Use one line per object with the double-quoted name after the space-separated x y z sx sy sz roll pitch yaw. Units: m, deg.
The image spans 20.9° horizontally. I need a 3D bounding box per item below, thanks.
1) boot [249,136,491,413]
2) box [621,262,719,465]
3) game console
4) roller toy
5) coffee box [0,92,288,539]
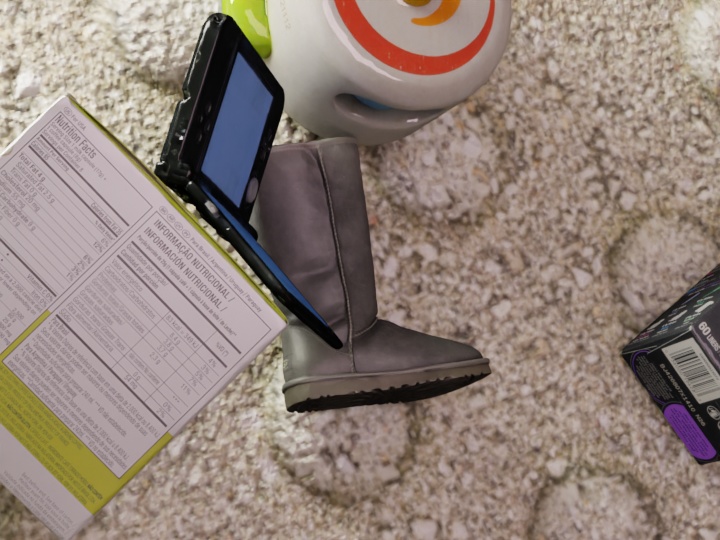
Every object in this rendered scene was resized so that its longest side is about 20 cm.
0.002 -0.001 1.474 0.182 0.073 0.200 -2 71 -26 "boot"
0.333 0.049 1.588 0.200 0.106 0.122 -38 95 -28 "box"
-0.056 -0.057 1.332 0.116 0.200 0.176 15 81 12 "game console"
0.017 -0.198 1.483 0.183 0.140 0.200 50 62 -7 "roller toy"
-0.189 0.026 1.266 0.198 0.200 0.200 -45 97 -5 "coffee box"
